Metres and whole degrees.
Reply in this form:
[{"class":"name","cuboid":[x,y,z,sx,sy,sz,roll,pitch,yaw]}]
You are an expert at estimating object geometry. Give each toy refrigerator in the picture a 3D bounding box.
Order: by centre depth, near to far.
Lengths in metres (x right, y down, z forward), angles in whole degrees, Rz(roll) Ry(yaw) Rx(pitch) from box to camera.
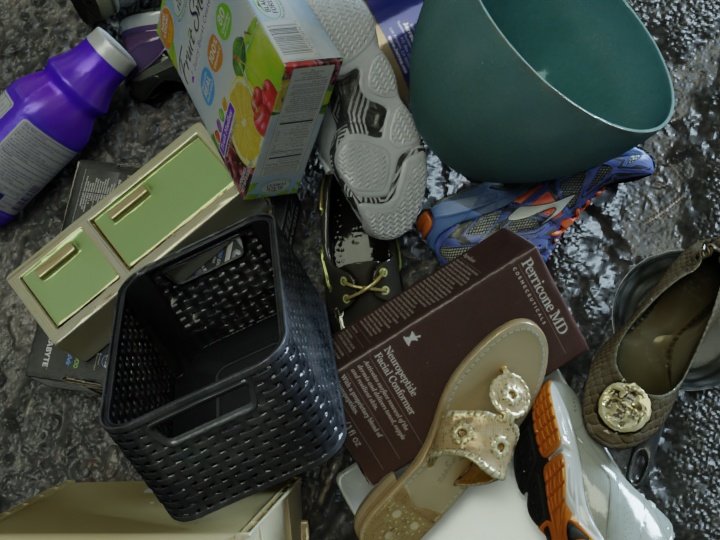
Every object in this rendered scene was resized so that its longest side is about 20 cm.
[{"class":"toy refrigerator","cuboid":[-0.179,-0.024,0.872,0.200,0.070,0.076,-40,72,-4]}]

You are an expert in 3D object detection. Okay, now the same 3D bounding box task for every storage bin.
[{"class":"storage bin","cuboid":[-0.096,0.062,0.761,0.135,0.094,0.200,-25,29,7]},{"class":"storage bin","cuboid":[-0.151,0.213,0.784,0.199,0.199,0.094,-3,90,8]}]

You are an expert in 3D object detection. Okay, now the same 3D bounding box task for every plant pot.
[{"class":"plant pot","cuboid":[0.113,-0.144,0.803,0.135,0.200,0.200,-43,65,40]}]

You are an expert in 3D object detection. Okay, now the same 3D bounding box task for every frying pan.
[{"class":"frying pan","cuboid":[0.258,0.076,0.841,0.115,0.031,0.191,-2,73,6]}]

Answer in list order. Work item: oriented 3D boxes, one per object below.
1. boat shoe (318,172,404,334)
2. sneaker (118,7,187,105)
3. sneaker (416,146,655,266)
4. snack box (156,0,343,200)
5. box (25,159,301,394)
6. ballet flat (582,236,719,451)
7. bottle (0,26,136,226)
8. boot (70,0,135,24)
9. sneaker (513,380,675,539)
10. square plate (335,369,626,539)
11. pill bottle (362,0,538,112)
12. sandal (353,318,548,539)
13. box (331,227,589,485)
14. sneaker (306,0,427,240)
[{"class":"boat shoe","cuboid":[0.000,0.000,0.890,0.071,0.061,0.202,-11,72,6]},{"class":"sneaker","cuboid":[-0.118,-0.194,0.969,0.199,0.076,0.088,-7,82,14]},{"class":"sneaker","cuboid":[0.150,-0.047,0.884,0.200,0.075,0.079,-23,82,9]},{"class":"snack box","cuboid":[-0.093,-0.175,0.830,0.053,0.142,0.200,-12,58,-29]},{"class":"box","cuboid":[-0.166,0.013,0.919,0.198,0.050,0.201,7,75,10]},{"class":"ballet flat","cuboid":[0.229,0.047,0.799,0.067,0.046,0.200,36,66,11]},{"class":"bottle","cuboid":[-0.284,-0.128,0.947,0.200,0.084,0.065,-44,58,6]},{"class":"boot","cuboid":[-0.171,-0.293,0.991,0.200,0.073,0.182,-31,34,-15]},{"class":"sneaker","cuboid":[0.178,0.175,0.787,0.092,0.076,0.200,0,61,-21]},{"class":"square plate","cuboid":[0.112,0.197,0.832,0.198,0.028,0.200,-30,72,-1]},{"class":"pill bottle","cuboid":[0.086,-0.222,0.914,0.200,0.116,0.116,-27,71,-1]},{"class":"sandal","cuboid":[0.080,0.139,0.775,0.212,0.078,0.070,-52,31,9]},{"class":"box","cuboid":[0.062,0.065,0.824,0.200,0.075,0.100,-33,108,-5]},{"class":"sneaker","cuboid":[-0.015,-0.120,0.862,0.075,0.115,0.200,-22,98,-22]}]
